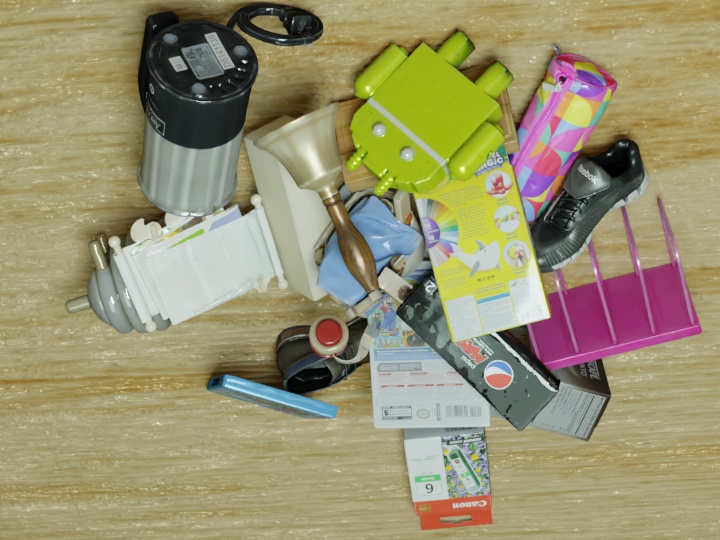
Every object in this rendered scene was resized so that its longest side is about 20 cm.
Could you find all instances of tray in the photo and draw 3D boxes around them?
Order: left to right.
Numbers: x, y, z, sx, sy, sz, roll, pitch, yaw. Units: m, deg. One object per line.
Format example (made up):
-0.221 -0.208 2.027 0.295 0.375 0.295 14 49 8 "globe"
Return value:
0.073 -0.162 1.576 0.198 0.100 0.037 -13 162 9 "tray"

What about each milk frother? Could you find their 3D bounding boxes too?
-0.144 -0.188 1.532 0.198 0.182 0.189 -2 145 -15 "milk frother"

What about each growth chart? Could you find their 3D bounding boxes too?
-0.185 -0.013 1.618 0.199 0.018 0.146 -20 114 -21 "growth chart"

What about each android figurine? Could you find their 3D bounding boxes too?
0.070 -0.169 1.537 0.200 0.182 0.041 -44 157 -4 "android figurine"

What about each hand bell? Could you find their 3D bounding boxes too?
-0.029 -0.069 1.510 0.103 0.104 0.201 -24 93 15 "hand bell"

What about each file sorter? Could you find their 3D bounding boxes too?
0.284 0.011 1.658 0.198 0.139 0.126 -15 120 10 "file sorter"

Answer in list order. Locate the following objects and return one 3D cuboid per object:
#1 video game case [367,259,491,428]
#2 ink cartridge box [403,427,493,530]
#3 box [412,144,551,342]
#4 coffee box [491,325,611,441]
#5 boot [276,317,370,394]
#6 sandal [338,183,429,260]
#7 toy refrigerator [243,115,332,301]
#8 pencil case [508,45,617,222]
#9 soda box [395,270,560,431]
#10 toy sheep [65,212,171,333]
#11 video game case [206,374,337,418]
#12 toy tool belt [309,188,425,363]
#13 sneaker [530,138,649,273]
0.081 0.088 1.665 0.142 0.018 0.202 -2 98 11 "video game case"
0.122 0.287 1.888 0.108 0.051 0.201 -6 121 5 "ink cartridge box"
0.132 -0.032 1.548 0.116 0.048 0.202 -14 92 10 "box"
0.202 0.129 1.751 0.198 0.115 0.080 15 121 -10 "coffee box"
-0.010 0.111 1.751 0.198 0.097 0.075 -10 121 7 "boot"
0.050 -0.034 1.691 0.082 0.050 0.203 -37 103 7 "sandal"
-0.068 -0.074 1.638 0.070 0.076 0.201 -30 125 -24 "toy refrigerator"
0.213 -0.153 1.589 0.088 0.089 0.201 18 121 -10 "pencil case"
0.137 0.089 1.613 0.200 0.063 0.071 44 104 3 "soda box"
-0.260 0.010 1.675 0.198 0.138 0.139 -17 121 6 "toy sheep"
-0.114 0.159 1.745 0.142 0.200 0.018 17 81 -10 "video game case"
0.000 0.000 1.580 0.124 0.123 0.201 30 79 6 "toy tool belt"
0.251 -0.081 1.587 0.200 0.066 0.091 -40 147 -17 "sneaker"
